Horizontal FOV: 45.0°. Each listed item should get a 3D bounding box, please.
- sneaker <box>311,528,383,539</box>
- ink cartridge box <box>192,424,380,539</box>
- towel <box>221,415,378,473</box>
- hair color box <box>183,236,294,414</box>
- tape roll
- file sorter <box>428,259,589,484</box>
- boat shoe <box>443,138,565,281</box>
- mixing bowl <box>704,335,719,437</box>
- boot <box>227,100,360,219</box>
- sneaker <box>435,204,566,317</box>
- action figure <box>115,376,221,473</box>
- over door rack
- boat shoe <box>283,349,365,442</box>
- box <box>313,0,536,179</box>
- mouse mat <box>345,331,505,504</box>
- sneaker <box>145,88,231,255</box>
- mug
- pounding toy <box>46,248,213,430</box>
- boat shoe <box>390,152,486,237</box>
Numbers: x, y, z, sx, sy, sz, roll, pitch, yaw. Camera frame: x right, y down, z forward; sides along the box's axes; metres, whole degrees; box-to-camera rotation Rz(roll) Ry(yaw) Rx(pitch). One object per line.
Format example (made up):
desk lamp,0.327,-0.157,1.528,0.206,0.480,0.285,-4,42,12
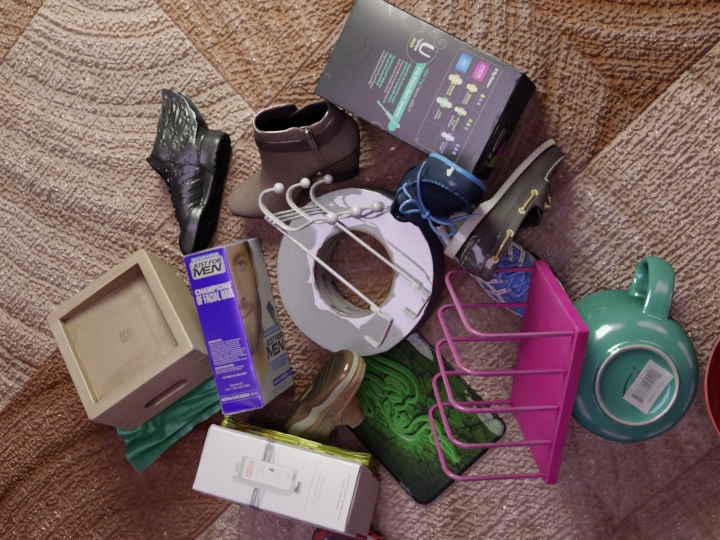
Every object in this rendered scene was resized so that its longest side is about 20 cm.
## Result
sneaker,0.018,0.390,1.095,0.199,0.098,0.071,31,107,12
ink cartridge box,-0.087,0.264,1.077,0.197,0.147,0.084,11,73,15
towel,-0.075,0.222,1.110,0.197,0.086,0.018,13,74,13
hair color box,-0.150,0.066,1.096,0.064,0.109,0.203,-14,94,18
tape roll,0.000,0.000,1.060,0.198,0.066,0.203,2,97,18
file sorter,0.148,0.111,0.943,0.124,0.139,0.202,-2,120,-8
boat shoe,0.171,-0.067,0.953,0.060,0.072,0.201,40,63,9
mixing bowl,0.462,0.112,0.912,0.197,0.108,0.203,2,97,17
boot,-0.092,-0.136,1.026,0.198,0.146,0.071,-20,63,10
sneaker,0.154,-0.007,1.008,0.199,0.077,0.076,39,105,5
action figure,-0.238,0.173,1.168,0.199,0.055,0.119,-29,87,12
over door rack,-0.004,-0.025,0.949,0.067,0.148,0.200,-44,82,22
boat shoe,-0.027,0.160,1.063,0.076,0.072,0.200,30,147,-7
box,0.076,-0.201,0.967,0.199,0.148,0.125,29,103,11
mouse mat,0.064,0.179,1.099,0.200,0.008,0.161,46,108,8
sneaker,-0.230,-0.125,1.123,0.103,0.060,0.202,16,97,13
mug,0.283,0.092,0.943,0.150,0.114,0.187,-14,100,6
pounding toy,-0.302,0.097,1.130,0.199,0.142,0.185,-34,67,4
boat shoe,0.078,-0.071,0.909,0.084,0.200,0.069,36,86,-3
